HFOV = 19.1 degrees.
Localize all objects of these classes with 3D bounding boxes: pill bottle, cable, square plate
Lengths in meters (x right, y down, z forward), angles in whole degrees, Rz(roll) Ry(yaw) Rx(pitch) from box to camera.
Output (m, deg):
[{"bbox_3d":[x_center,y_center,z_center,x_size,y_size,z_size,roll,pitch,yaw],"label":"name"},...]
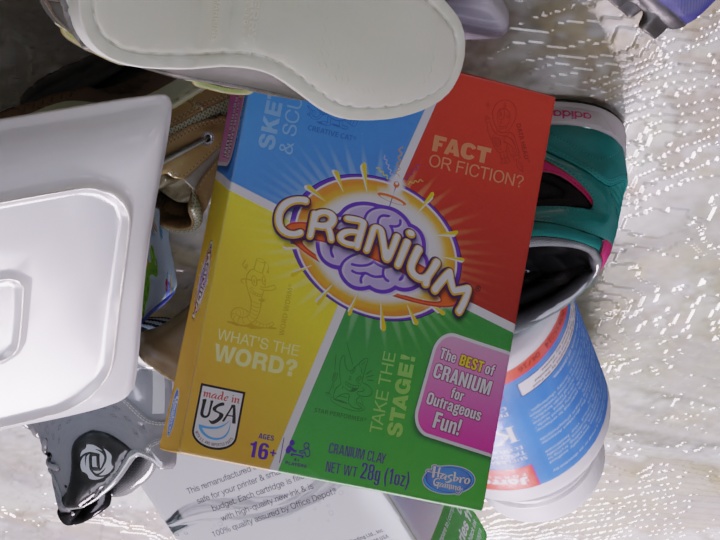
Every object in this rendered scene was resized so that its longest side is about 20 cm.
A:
[{"bbox_3d":[0.082,0.063,1.224,0.111,0.113,0.200,-11,143,14],"label":"pill bottle"},{"bbox_3d":[-0.093,-0.124,1.040,0.097,0.051,0.199,-21,179,-40],"label":"cable"},{"bbox_3d":[-0.181,0.017,0.947,0.199,0.029,0.199,-12,141,-24],"label":"square plate"}]

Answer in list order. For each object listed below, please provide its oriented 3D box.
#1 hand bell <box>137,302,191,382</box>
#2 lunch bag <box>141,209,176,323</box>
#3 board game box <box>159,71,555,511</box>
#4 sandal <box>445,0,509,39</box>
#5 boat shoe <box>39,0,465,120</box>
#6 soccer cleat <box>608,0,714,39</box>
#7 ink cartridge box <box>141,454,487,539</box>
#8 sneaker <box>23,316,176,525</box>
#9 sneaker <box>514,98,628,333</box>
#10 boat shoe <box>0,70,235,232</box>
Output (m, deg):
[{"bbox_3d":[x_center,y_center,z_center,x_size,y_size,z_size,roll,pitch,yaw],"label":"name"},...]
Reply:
[{"bbox_3d":[-0.026,-0.029,1.067,0.104,0.104,0.201,23,96,-29],"label":"hand bell"},{"bbox_3d":[-0.201,0.001,1.100,0.198,0.161,0.083,-6,99,12],"label":"lunch bag"},{"bbox_3d":[0.000,0.000,1.006,0.152,0.202,0.040,12,174,-16],"label":"board game box"},{"bbox_3d":[0.016,-0.161,0.976,0.079,0.060,0.207,1,167,20],"label":"sandal"},{"bbox_3d":[-0.045,-0.111,0.937,0.200,0.073,0.060,6,-171,-35],"label":"boat shoe"},{"bbox_3d":[0.102,-0.186,0.950,0.084,0.065,0.200,-46,126,7],"label":"soccer cleat"},{"bbox_3d":[-0.038,0.121,1.259,0.146,0.083,0.201,-21,111,26],"label":"ink cartridge box"},{"bbox_3d":[-0.185,0.085,1.205,0.199,0.117,0.075,0,-175,33],"label":"sneaker"},{"bbox_3d":[0.042,-0.018,1.107,0.198,0.122,0.084,-5,144,6],"label":"sneaker"},{"bbox_3d":[-0.093,-0.054,1.026,0.199,0.077,0.072,-21,173,-31],"label":"boat shoe"}]
